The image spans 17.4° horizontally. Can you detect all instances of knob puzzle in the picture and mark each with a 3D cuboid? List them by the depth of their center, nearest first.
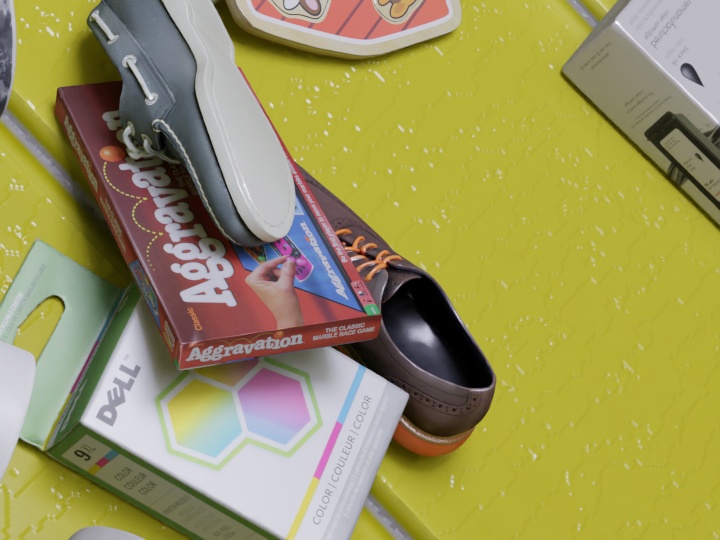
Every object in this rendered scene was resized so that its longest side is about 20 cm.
[{"bbox_3d":[-0.009,-0.206,1.301,0.219,0.030,0.221,8,75,-33],"label":"knob puzzle"}]

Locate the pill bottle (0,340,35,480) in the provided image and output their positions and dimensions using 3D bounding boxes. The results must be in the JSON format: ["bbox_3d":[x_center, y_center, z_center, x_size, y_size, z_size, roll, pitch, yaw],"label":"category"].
[{"bbox_3d":[-0.252,0.041,1.050,0.199,0.111,0.112,21,61,-16],"label":"pill bottle"}]

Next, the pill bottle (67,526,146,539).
[{"bbox_3d":[-0.141,0.218,1.027,0.114,0.114,0.200,39,58,-7],"label":"pill bottle"}]

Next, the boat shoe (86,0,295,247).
[{"bbox_3d":[-0.088,-0.078,1.169,0.073,0.062,0.201,41,20,-49],"label":"boat shoe"}]

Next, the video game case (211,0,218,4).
[{"bbox_3d":[-0.079,-0.267,1.321,0.182,0.023,0.200,48,57,-1],"label":"video game case"}]

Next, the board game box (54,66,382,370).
[{"bbox_3d":[-0.074,-0.031,1.163,0.102,0.020,0.200,-9,44,-22],"label":"board game box"}]

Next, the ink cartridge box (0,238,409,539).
[{"bbox_3d":[-0.086,0.063,1.154,0.199,0.059,0.104,31,59,-11],"label":"ink cartridge box"}]

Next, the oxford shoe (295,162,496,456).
[{"bbox_3d":[0.000,0.000,1.211,0.200,0.073,0.071,47,57,7],"label":"oxford shoe"}]

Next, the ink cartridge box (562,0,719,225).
[{"bbox_3d":[0.230,-0.095,1.372,0.200,0.068,0.116,43,57,-4],"label":"ink cartridge box"}]

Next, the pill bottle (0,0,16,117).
[{"bbox_3d":[-0.271,-0.110,1.109,0.199,0.106,0.107,-7,72,-29],"label":"pill bottle"}]
